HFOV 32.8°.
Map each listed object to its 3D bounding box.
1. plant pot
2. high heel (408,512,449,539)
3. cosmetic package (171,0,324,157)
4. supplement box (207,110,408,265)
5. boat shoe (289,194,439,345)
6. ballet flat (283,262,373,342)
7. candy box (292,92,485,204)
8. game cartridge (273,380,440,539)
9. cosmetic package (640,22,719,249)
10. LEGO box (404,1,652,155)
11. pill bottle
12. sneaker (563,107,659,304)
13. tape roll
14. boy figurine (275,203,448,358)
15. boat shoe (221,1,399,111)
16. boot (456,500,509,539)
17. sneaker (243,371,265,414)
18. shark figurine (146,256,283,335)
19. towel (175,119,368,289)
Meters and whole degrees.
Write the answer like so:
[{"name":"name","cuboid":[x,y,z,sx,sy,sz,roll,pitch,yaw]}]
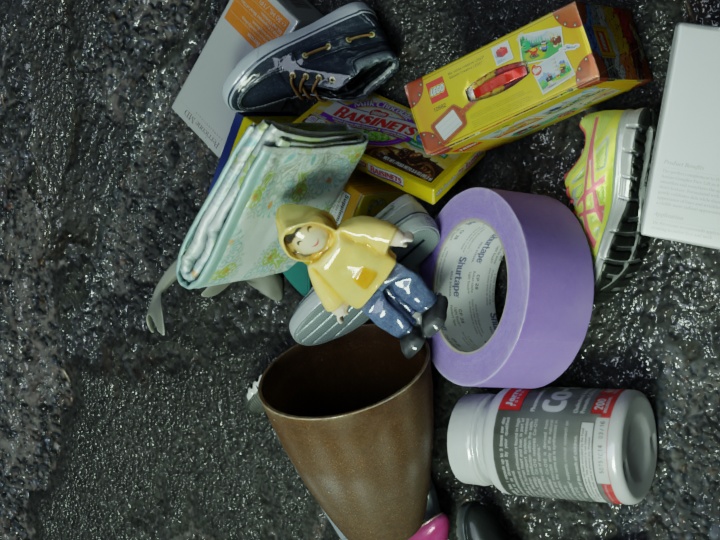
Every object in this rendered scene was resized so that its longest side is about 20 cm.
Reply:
[{"name":"plant pot","cuboid":[0.003,0.191,1.312,0.185,0.187,0.202,3,119,33]},{"name":"high heel","cuboid":[0.075,0.361,1.389,0.096,0.067,0.201,50,133,28]},{"name":"cosmetic package","cuboid":[-0.133,-0.245,1.463,0.101,0.071,0.201,44,118,21]},{"name":"supplement box","cuboid":[-0.060,-0.091,1.411,0.199,0.109,0.110,35,114,26]},{"name":"boat shoe","cuboid":[0.000,0.000,1.316,0.199,0.073,0.067,-38,47,12]},{"name":"ballet flat","cuboid":[-0.038,0.012,1.436,0.200,0.063,0.068,49,144,39]},{"name":"candy box","cuboid":[0.030,-0.145,1.352,0.199,0.102,0.027,27,140,28]},{"name":"game cartridge","cuboid":[0.002,0.228,1.414,0.132,0.042,0.201,-32,93,19]},{"name":"cosmetic package","cuboid":[0.329,-0.126,1.153,0.100,0.074,0.203,11,102,10]},{"name":"LEGO box","cuboid":[0.169,-0.188,1.221,0.198,0.148,0.078,-22,85,33]},{"name":"pill bottle","cuboid":[0.197,0.179,1.272,0.198,0.113,0.116,-2,95,34]},{"name":"sneaker","cuboid":[0.245,-0.068,1.239,0.090,0.078,0.203,17,100,39]},{"name":"tape roll","cuboid":[0.144,0.019,1.255,0.199,0.084,0.203,-16,71,58]},{"name":"boy figurine","cuboid":[0.000,-0.004,1.232,0.200,0.065,0.124,40,114,-18]},{"name":"boat shoe","cuboid":[-0.057,-0.218,1.366,0.199,0.071,0.091,-30,62,2]},{"name":"boot","cuboid":[0.212,0.317,1.308,0.198,0.065,0.167,-15,96,37]},{"name":"sneaker","cuboid":[-0.061,0.142,1.469,0.199,0.066,0.091,-33,76,30]},{"name":"shark figurine","cuboid":[-0.163,-0.004,1.419,0.089,0.213,0.130,7,106,44]},{"name":"towel","cuboid":[-0.089,-0.068,1.264,0.048,0.170,0.201,46,118,24]}]
